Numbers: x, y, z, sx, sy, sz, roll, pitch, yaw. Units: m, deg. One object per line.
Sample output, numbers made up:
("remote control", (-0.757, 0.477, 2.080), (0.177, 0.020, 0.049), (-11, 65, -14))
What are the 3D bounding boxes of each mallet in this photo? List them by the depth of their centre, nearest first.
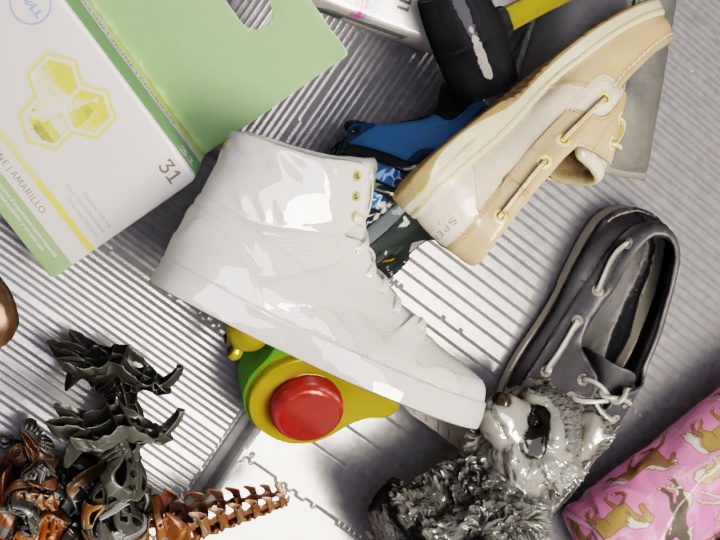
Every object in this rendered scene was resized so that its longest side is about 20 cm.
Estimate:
("mallet", (0.126, -0.152, 1.157), (0.199, 0.041, 0.066), (-21, 106, -20))

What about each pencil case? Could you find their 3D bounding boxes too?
("pencil case", (0.214, 0.120, 1.250), (0.200, 0.083, 0.087), (-37, 117, -11))

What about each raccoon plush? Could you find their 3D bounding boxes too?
("raccoon plush", (0.080, 0.149, 1.208), (0.134, 0.201, 0.097), (-36, 60, -25))

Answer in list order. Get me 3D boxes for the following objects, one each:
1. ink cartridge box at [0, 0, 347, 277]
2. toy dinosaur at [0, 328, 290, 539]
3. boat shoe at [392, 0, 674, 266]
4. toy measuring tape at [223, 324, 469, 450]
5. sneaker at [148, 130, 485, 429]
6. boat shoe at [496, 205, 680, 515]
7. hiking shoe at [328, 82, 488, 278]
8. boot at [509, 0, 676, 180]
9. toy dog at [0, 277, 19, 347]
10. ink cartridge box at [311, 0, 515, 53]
("ink cartridge box", (-0.128, -0.111, 1.106), (0.199, 0.048, 0.146), (-33, 104, 15))
("toy dinosaur", (-0.146, 0.116, 1.147), (0.199, 0.102, 0.137), (-8, 122, -30))
("boat shoe", (0.107, -0.074, 1.133), (0.200, 0.074, 0.069), (-39, 89, -22))
("toy measuring tape", (-0.010, 0.081, 1.194), (0.200, 0.073, 0.074), (37, 84, -33))
("sneaker", (0.000, 0.000, 1.105), (0.199, 0.074, 0.116), (27, 85, -18))
("boat shoe", (0.135, 0.058, 1.230), (0.072, 0.063, 0.201), (22, 90, -20))
("hiking shoe", (-0.003, -0.038, 1.186), (0.199, 0.074, 0.087), (-23, 71, -6))
("boot", (0.177, -0.154, 1.221), (0.180, 0.073, 0.202), (5, 89, -11))
("toy dog", (-0.256, -0.006, 1.049), (0.140, 0.193, 0.200), (-55, 141, -20))
("ink cartridge box", (0.015, -0.195, 1.167), (0.199, 0.067, 0.118), (18, 90, -18))
